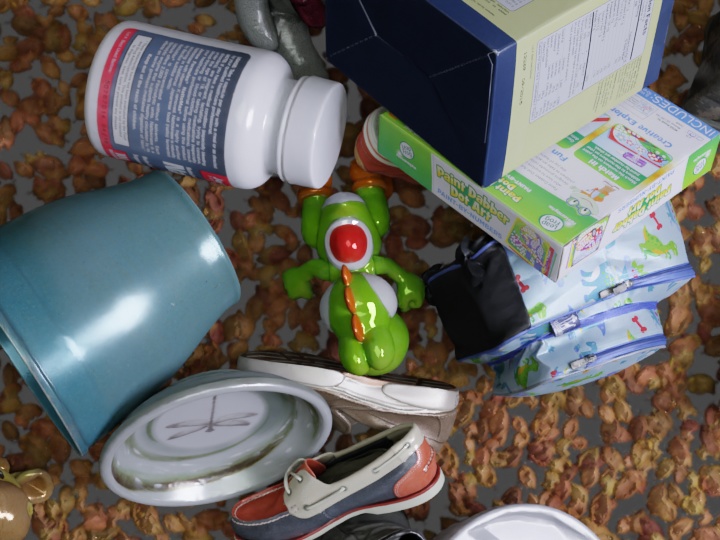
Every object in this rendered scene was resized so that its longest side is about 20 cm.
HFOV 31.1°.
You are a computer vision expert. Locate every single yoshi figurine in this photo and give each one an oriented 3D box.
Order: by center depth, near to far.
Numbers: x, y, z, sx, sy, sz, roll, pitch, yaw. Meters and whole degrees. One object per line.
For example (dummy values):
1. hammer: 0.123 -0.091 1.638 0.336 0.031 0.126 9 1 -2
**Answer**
1. yoshi figurine: -0.003 0.008 1.121 0.111 0.112 0.201 17 52 -36

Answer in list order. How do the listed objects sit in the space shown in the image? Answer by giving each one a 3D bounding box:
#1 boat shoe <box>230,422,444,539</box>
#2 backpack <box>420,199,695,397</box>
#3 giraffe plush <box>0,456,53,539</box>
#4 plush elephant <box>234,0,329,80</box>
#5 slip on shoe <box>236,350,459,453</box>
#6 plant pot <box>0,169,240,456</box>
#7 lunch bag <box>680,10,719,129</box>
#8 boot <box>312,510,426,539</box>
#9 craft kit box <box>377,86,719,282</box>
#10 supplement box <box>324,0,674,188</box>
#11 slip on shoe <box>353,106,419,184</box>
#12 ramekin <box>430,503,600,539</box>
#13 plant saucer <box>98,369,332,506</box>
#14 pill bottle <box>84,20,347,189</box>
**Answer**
1. boat shoe: -0.028 0.185 1.119 0.199 0.071 0.063 -19 119 16
2. backpack: 0.179 0.021 1.094 0.199 0.183 0.148 -21 84 -14
3. giraffe plush: -0.328 0.240 1.105 0.199 0.172 0.163 7 77 32
4. plush elephant: -0.045 -0.268 1.099 0.164 0.155 0.201 -35 91 -2
5. slip on shoe: -0.014 0.115 1.144 0.198 0.076 0.061 11 95 -9
6. plant pot: -0.211 0.018 1.083 0.187 0.200 0.201 -35 91 -17
7. lunch bag: 0.401 -0.163 1.112 0.199 0.164 0.118 19 83 -1
8. boot: -0.040 0.258 1.108 0.199 0.131 0.068 -27 91 -2
9. craft kit box: 0.150 -0.103 1.043 0.197 0.049 0.200 -30 54 -31
10. supplement box: 0.107 -0.208 1.012 0.199 0.135 0.200 -31 56 -25
11. slip on shoe: 0.083 -0.106 1.135 0.199 0.061 0.075 1 73 -29
12. ramekin: 0.123 0.301 1.112 0.201 0.094 0.204 3 82 -18
13. plant saucer: -0.125 0.132 1.096 0.199 0.201 0.050 -18 58 -2
14. pill bottle: -0.119 -0.134 1.093 0.199 0.120 0.120 14 89 13
